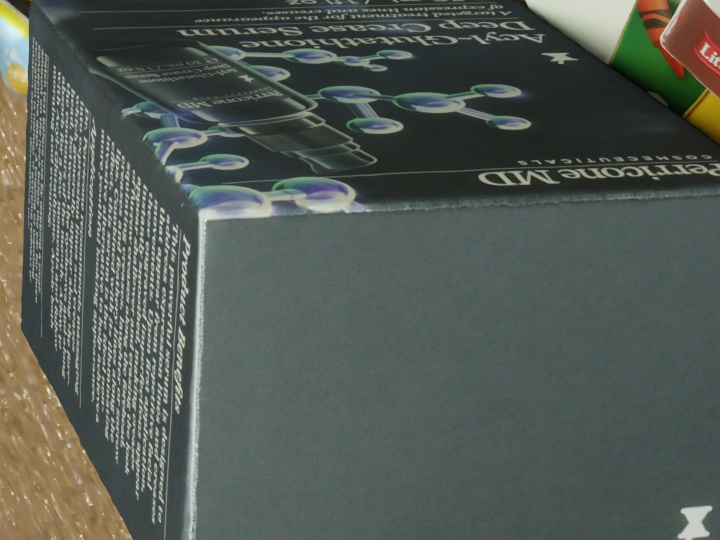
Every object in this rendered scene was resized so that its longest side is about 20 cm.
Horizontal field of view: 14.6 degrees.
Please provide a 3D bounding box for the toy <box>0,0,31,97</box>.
[{"bbox_3d":[-0.165,-0.107,0.908,0.199,0.047,0.115,34,-178,-22],"label":"toy"}]

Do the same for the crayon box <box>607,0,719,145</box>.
[{"bbox_3d":[0.135,0.024,0.779,0.199,0.051,0.127,33,141,12],"label":"crayon box"}]

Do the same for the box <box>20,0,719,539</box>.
[{"bbox_3d":[0.000,0.000,0.748,0.200,0.147,0.108,-132,43,-63],"label":"box"}]

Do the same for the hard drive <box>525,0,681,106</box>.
[{"bbox_3d":[0.137,-0.069,0.768,0.199,0.027,0.133,-12,107,46],"label":"hard drive"}]

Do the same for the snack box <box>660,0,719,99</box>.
[{"bbox_3d":[0.169,-0.012,0.701,0.200,0.072,0.024,44,138,12],"label":"snack box"}]
